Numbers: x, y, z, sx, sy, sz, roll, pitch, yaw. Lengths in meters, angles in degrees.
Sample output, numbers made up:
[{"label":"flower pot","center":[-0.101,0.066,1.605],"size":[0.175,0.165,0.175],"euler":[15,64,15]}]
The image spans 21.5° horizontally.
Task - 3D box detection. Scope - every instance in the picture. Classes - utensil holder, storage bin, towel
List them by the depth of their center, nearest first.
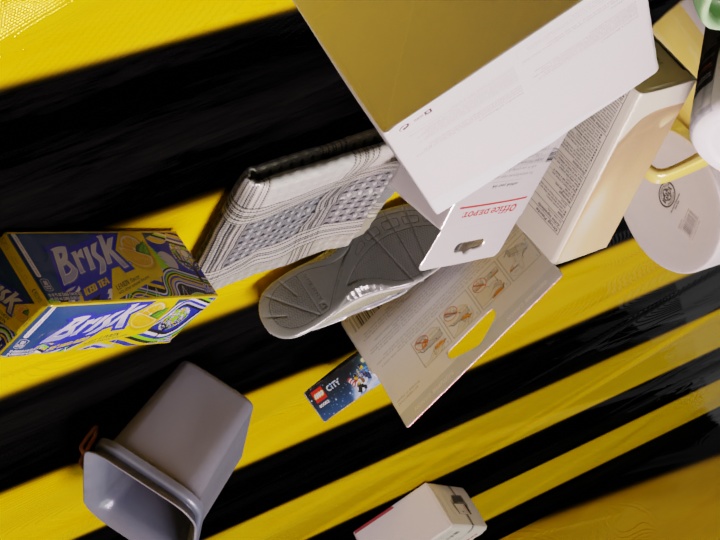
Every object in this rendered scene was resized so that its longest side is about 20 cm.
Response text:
[{"label":"towel","center":[-0.041,-0.049,1.572],"size":[0.200,0.035,0.193],"euler":[-21,160,-33]},{"label":"storage bin","center":[-0.183,0.176,1.813],"size":[0.134,0.146,0.200],"euler":[-55,172,-25]},{"label":"utensil holder","center":[0.390,-0.100,1.963],"size":[0.200,0.170,0.170],"euler":[-18,158,-30]}]

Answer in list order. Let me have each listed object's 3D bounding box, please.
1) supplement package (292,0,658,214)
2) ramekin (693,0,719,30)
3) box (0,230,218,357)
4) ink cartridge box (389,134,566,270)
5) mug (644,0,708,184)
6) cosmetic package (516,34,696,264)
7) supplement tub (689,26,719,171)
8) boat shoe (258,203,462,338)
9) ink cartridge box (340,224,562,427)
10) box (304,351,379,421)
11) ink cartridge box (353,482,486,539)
[{"label":"supplement package","center":[0.075,-0.168,1.253],"size":[0.191,0.147,0.200],"euler":[-33,163,3]},{"label":"ramekin","center":[0.317,-0.283,1.440],"size":[0.200,0.098,0.200],"euler":[-29,163,-10]},{"label":"box","center":[-0.200,0.015,1.412],"size":[0.064,0.070,0.200],"euler":[-43,160,26]},{"label":"ink cartridge box","center":[0.101,-0.102,1.529],"size":[0.116,0.068,0.200],"euler":[-10,135,-49]},{"label":"mug","center":[0.334,-0.158,1.720],"size":[0.187,0.153,0.149],"euler":[-41,162,26]},{"label":"cosmetic package","center":[0.194,-0.114,1.617],"size":[0.071,0.105,0.200],"euler":[-17,146,-36]},{"label":"supplement tub","center":[0.345,-0.184,1.574],"size":[0.122,0.200,0.123],"euler":[10,152,6]},{"label":"boat shoe","center":[0.000,0.002,1.727],"size":[0.202,0.074,0.065],"euler":[-31,174,-5]},{"label":"ink cartridge box","center":[0.090,0.033,1.725],"size":[0.200,0.174,0.044],"euler":[-45,130,10]},{"label":"box","center":[0.044,0.075,1.973],"size":[0.200,0.038,0.137],"euler":[-36,179,13]},{"label":"ink cartridge box","center":[0.096,0.408,2.980],"size":[0.147,0.083,0.200],"euler":[-35,162,11]}]
